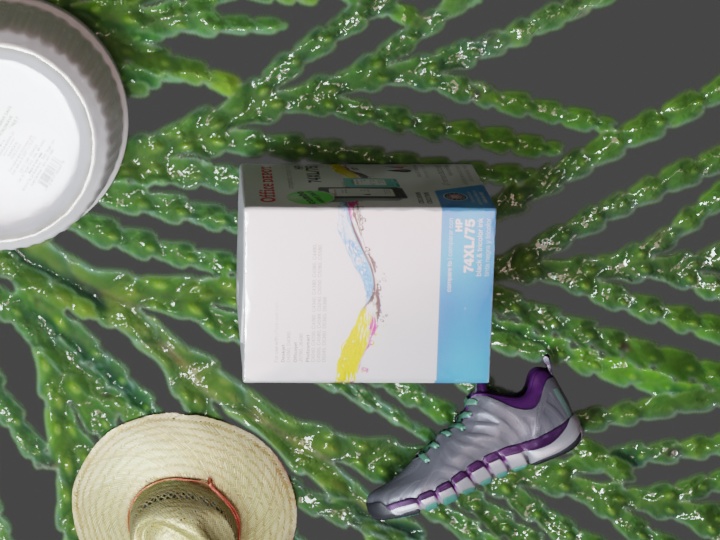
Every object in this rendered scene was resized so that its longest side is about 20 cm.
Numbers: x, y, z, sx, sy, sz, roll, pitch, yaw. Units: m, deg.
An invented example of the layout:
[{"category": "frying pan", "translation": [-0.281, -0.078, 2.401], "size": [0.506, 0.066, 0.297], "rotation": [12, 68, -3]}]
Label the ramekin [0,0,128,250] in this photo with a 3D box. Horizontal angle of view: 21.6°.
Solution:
[{"category": "ramekin", "translation": [-0.283, -0.112, 1.487], "size": [0.198, 0.105, 0.202], "rotation": [-1, 106, -5]}]

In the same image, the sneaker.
[{"category": "sneaker", "translation": [0.088, 0.144, 1.623], "size": [0.199, 0.074, 0.088], "rotation": [-22, 91, -6]}]

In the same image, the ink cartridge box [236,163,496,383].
[{"category": "ink cartridge box", "translation": [0.000, 0.000, 1.522], "size": [0.198, 0.147, 0.147], "rotation": [0, 107, -5]}]

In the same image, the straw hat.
[{"category": "straw hat", "translation": [-0.151, 0.225, 1.608], "size": [0.199, 0.085, 0.203], "rotation": [-1, 106, -4]}]
